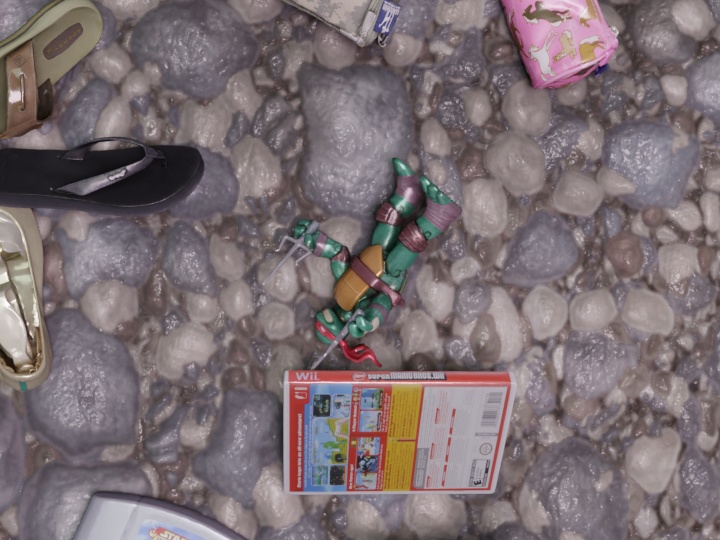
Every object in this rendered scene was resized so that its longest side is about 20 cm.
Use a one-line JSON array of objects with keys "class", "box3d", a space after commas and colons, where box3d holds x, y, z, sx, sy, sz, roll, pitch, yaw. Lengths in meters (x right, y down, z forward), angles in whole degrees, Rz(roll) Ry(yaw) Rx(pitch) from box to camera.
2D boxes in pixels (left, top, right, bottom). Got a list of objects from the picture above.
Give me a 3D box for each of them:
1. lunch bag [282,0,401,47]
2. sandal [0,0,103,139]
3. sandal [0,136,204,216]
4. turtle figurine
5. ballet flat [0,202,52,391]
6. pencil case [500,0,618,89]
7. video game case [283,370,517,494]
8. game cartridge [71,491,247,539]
[{"class": "lunch bag", "box3d": [-0.030, -0.317, 0.805, 0.199, 0.139, 0.169, 28, 102, -1]}, {"class": "sandal", "box3d": [-0.292, -0.162, 0.781, 0.057, 0.080, 0.202, 32, 71, 16]}, {"class": "sandal", "box3d": [-0.239, -0.087, 0.796, 0.198, 0.043, 0.077, -4, 51, -9]}, {"class": "turtle figurine", "box3d": [0.000, 0.000, 0.805, 0.201, 0.101, 0.150, -52, 51, 3]}, {"class": "ballet flat", "box3d": [-0.315, 0.007, 0.795, 0.069, 0.069, 0.202, -15, 87, -5]}, {"class": "pencil case", "box3d": [0.172, -0.274, 0.838, 0.086, 0.083, 0.202, -19, 87, -11]}, {"class": "video game case", "box3d": [0.031, 0.146, 0.791, 0.197, 0.018, 0.144, 1, 127, -4]}, {"class": "game cartridge", "box3d": [-0.170, 0.285, 0.804, 0.198, 0.042, 0.134, 24, 89, -2]}]
